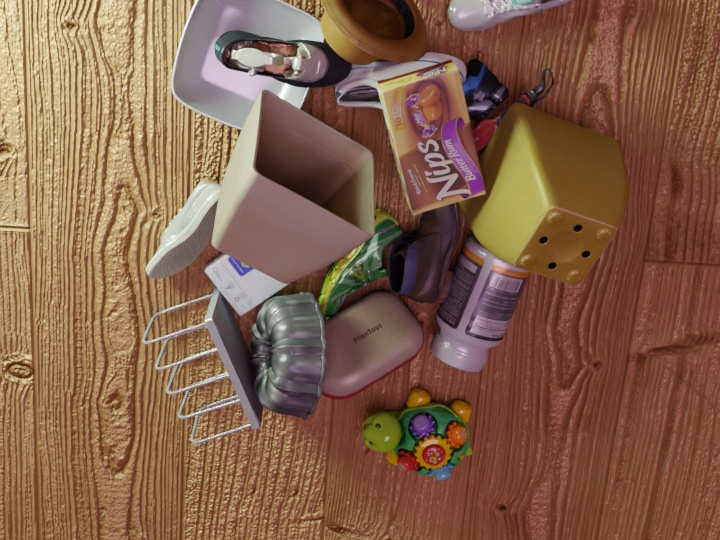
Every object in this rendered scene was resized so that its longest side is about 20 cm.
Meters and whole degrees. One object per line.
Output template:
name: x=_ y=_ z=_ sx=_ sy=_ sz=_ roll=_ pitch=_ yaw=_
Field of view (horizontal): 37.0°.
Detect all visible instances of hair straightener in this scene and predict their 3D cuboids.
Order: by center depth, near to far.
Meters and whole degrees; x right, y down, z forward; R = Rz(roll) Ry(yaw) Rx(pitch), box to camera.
hair straightener: x=0.221 y=-0.238 z=1.652 sx=0.041 sy=0.077 sz=0.200 roll=49 pitch=116 yaw=7

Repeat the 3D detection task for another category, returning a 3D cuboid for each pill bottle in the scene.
pill bottle: x=0.189 y=0.053 z=1.726 sx=0.116 sy=0.116 sz=0.201 roll=18 pitch=108 yaw=-9

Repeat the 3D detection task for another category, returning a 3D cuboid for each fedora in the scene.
fedora: x=0.005 y=-0.356 z=1.553 sx=0.200 sy=0.201 sz=0.082 roll=37 pitch=132 yaw=-14

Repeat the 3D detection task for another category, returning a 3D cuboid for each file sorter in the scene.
file sorter: x=-0.247 y=0.156 z=1.727 sx=0.124 sy=0.139 sz=0.201 roll=-19 pitch=109 yaw=6

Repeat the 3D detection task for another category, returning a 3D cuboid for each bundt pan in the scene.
bundt pan: x=-0.121 y=0.132 z=1.684 sx=0.075 sy=0.202 sz=0.203 roll=3 pitch=110 yaw=-23

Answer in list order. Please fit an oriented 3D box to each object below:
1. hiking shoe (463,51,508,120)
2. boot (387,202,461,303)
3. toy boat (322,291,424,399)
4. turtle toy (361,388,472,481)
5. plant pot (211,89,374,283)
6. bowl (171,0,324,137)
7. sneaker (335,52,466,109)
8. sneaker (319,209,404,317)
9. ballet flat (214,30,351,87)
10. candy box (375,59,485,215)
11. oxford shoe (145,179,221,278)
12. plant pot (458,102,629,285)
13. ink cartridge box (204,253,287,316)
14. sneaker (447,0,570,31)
hiking shoe: x=0.127 y=-0.240 z=1.644 sx=0.200 sy=0.074 sz=0.087 roll=-38 pitch=90 yaw=-6
boot: x=0.098 y=-0.047 z=1.678 sx=0.097 sy=0.075 sz=0.201 roll=0 pitch=94 yaw=-39
toy boat: x=0.003 y=0.134 z=1.747 sx=0.199 sy=0.131 sz=0.131 roll=-30 pitch=65 yaw=-16
turtle toy: x=0.096 y=0.282 z=1.807 sx=0.199 sy=0.101 sz=0.146 roll=17 pitch=107 yaw=-9
plant pot: x=-0.112 y=-0.102 z=1.566 sx=0.199 sy=0.200 sz=0.177 roll=28 pitch=126 yaw=-24
bowl: x=-0.168 y=-0.316 z=1.599 sx=0.199 sy=0.075 sz=0.201 roll=20 pitch=107 yaw=-11
sneaker: x=0.057 y=-0.270 z=1.590 sx=0.199 sy=0.071 sz=0.073 roll=-4 pitch=146 yaw=16
sneaker: x=0.000 y=0.000 z=1.718 sx=0.083 sy=0.074 sz=0.200 roll=33 pitch=104 yaw=-9
ballet flat: x=-0.110 y=-0.298 z=1.534 sx=0.199 sy=0.073 sz=0.073 roll=9 pitch=109 yaw=-7
candy box: x=0.103 y=-0.191 z=1.566 sx=0.116 sy=0.057 sz=0.201 roll=-16 pitch=116 yaw=-1
oxford shoe: x=-0.272 y=-0.065 z=1.693 sx=0.200 sy=0.075 sz=0.058 roll=-49 pitch=63 yaw=21
plant pot: x=0.283 y=-0.092 z=1.598 sx=0.195 sy=0.201 sz=0.195 roll=16 pitch=126 yaw=-19
ink cartridge box: x=-0.141 y=-0.022 z=1.722 sx=0.199 sy=0.039 sz=0.100 roll=-32 pitch=108 yaw=9
sneaker: x=0.228 y=-0.401 z=1.583 sx=0.199 sy=0.089 sz=0.076 roll=-16 pitch=111 yaw=3
